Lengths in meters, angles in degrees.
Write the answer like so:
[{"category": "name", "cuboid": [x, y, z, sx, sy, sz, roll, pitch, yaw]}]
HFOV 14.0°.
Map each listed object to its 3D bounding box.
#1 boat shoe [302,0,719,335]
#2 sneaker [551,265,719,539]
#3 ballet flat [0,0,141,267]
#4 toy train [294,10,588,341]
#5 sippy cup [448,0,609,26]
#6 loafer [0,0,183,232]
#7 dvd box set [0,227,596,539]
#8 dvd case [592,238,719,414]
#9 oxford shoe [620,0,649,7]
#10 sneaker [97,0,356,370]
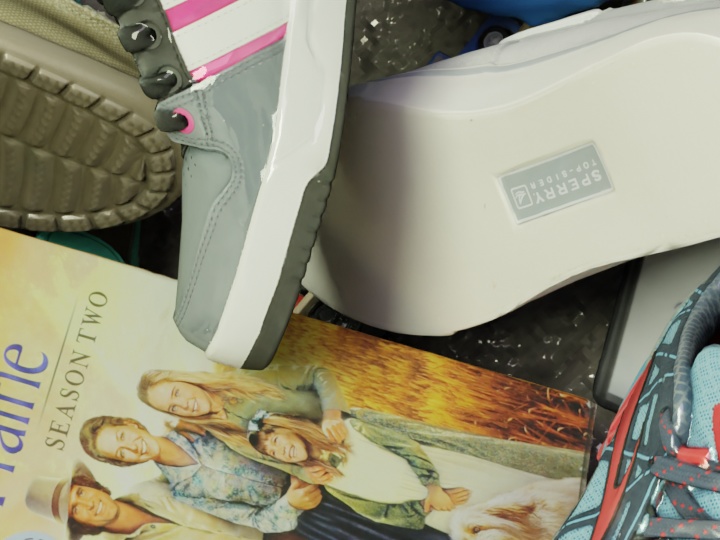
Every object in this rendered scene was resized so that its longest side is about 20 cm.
[{"category": "boat shoe", "cuboid": [0.053, -0.036, 0.772, 0.200, 0.068, 0.072, -22, 95, 49]}, {"category": "sneaker", "cuboid": [0.078, 0.060, 0.694, 0.079, 0.096, 0.201, 21, 53, 5]}, {"category": "ballet flat", "cuboid": [-0.098, 0.000, 0.859, 0.070, 0.067, 0.201, -45, 42, 29]}, {"category": "toy train", "cuboid": [0.000, 0.000, 0.854, 0.046, 0.034, 0.200, 36, 84, 37]}, {"category": "sippy cup", "cuboid": [0.051, -0.147, 0.820, 0.139, 0.178, 0.131, 14, 60, 10]}, {"category": "loafer", "cuboid": [-0.134, -0.074, 0.806, 0.199, 0.076, 0.069, 21, 49, -5]}, {"category": "dvd box set", "cuboid": [-0.044, 0.066, 0.740, 0.199, 0.029, 0.147, 17, 46, -4]}, {"category": "dvd case", "cuboid": [0.146, -0.028, 0.765, 0.142, 0.018, 0.201, 23, 115, 22]}, {"category": "oxford shoe", "cuboid": [0.146, -0.028, 0.807, 0.200, 0.058, 0.075, 41, 81, 23]}, {"category": "sneaker", "cuboid": [-0.060, -0.080, 0.735, 0.120, 0.084, 0.201, 7, 94, -7]}]
